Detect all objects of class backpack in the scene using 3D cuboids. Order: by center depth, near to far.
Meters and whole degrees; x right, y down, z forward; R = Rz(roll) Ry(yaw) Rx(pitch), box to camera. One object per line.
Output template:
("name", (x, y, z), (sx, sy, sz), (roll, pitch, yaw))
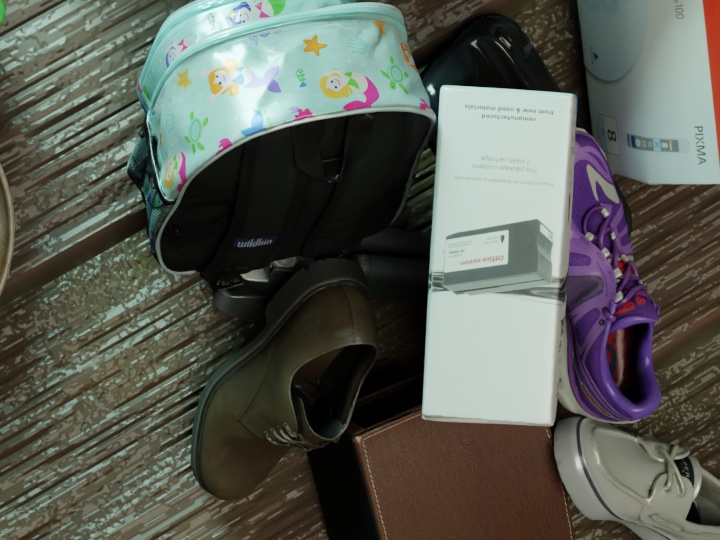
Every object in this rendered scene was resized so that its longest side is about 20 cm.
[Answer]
("backpack", (-0.048, -0.092, 1.592), (0.177, 0.200, 0.151), (-11, 75, -16))

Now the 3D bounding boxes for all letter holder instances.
("letter holder", (0.058, 0.161, 1.759), (0.142, 0.101, 0.201), (-22, 111, -20))

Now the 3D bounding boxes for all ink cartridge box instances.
("ink cartridge box", (0.087, -0.012, 1.609), (0.084, 0.145, 0.201), (4, 95, 5))
("ink cartridge box", (0.203, -0.131, 1.652), (0.047, 0.200, 0.161), (-13, 105, -19))

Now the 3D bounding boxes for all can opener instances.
("can opener", (0.000, 0.000, 1.726), (0.199, 0.053, 0.067), (3, 139, -20))

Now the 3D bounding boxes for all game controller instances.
("game controller", (0.109, -0.070, 1.737), (0.104, 0.042, 0.200), (-42, 115, -19))

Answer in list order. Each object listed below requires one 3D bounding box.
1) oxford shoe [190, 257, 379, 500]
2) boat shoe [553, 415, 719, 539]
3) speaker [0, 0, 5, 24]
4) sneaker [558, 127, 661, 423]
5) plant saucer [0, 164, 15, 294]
("oxford shoe", (-0.051, 0.089, 1.678), (0.072, 0.085, 0.200), (6, 133, -31))
("boat shoe", (0.201, 0.146, 1.786), (0.066, 0.072, 0.200), (-19, 144, 28))
("speaker", (-0.299, -0.204, 1.531), (0.088, 0.088, 0.200), (-42, 115, -5))
("sneaker", (0.162, 0.003, 1.706), (0.080, 0.083, 0.201), (-22, 105, -27))
("plant saucer", (-0.314, -0.024, 1.603), (0.200, 0.037, 0.201), (-5, 106, -19))
